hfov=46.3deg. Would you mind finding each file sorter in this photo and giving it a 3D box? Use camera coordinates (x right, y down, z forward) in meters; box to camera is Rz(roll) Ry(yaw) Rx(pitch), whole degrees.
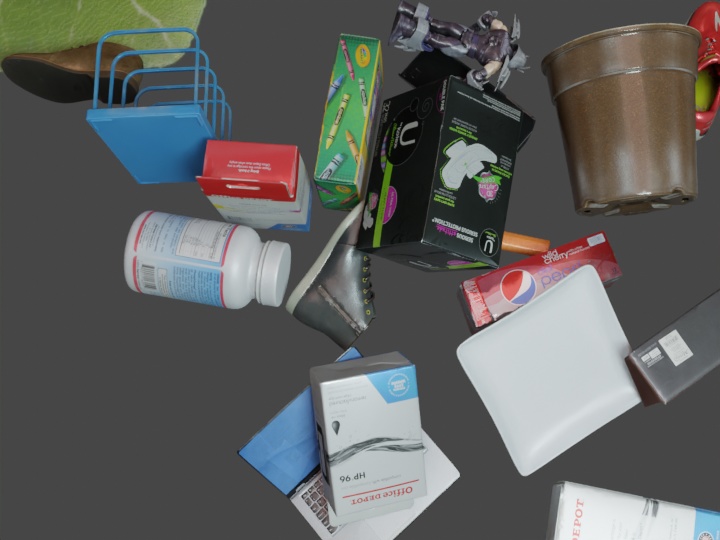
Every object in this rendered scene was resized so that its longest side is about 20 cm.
[{"bbox_3d":[-0.250,-0.209,1.098,0.137,0.200,0.124,-1,73,3],"label":"file sorter"}]

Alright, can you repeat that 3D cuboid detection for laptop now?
[{"bbox_3d":[-0.009,0.235,1.021,0.187,0.116,0.200,-41,78,-5],"label":"laptop"}]

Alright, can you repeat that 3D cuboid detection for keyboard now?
[{"bbox_3d":[0.134,-0.218,1.165,0.200,0.021,0.127,40,77,12],"label":"keyboard"}]

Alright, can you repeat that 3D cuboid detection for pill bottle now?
[{"bbox_3d":[-0.195,-0.010,1.093,0.197,0.109,0.110,10,78,6],"label":"pill bottle"}]

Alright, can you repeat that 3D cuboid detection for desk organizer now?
[{"bbox_3d":[0.419,0.084,1.040,0.199,0.077,0.072,-33,77,-8],"label":"desk organizer"}]

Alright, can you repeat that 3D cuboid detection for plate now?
[{"bbox_3d":[0.236,0.121,1.039,0.198,0.032,0.201,-31,107,-4],"label":"plate"}]

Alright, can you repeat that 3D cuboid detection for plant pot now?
[{"bbox_3d":[0.337,-0.178,1.064,0.197,0.200,0.201,-5,85,3],"label":"plant pot"}]

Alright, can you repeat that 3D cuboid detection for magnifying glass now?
[{"bbox_3d":[0.153,-0.048,1.126,0.197,0.022,0.081,12,79,8],"label":"magnifying glass"}]

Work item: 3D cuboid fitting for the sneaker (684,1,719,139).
[{"bbox_3d":[0.466,-0.272,1.121,0.076,0.085,0.203,12,78,6],"label":"sneaker"}]

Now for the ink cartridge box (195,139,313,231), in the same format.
[{"bbox_3d":[-0.129,-0.110,1.064,0.114,0.200,0.068,4,77,4],"label":"ink cartridge box"}]

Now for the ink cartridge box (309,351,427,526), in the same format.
[{"bbox_3d":[0.012,0.208,0.982,0.114,0.068,0.203,-9,101,-14],"label":"ink cartridge box"}]

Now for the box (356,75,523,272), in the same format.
[{"bbox_3d":[0.096,-0.110,1.037,0.123,0.148,0.203,17,78,-31],"label":"box"}]

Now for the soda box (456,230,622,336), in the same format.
[{"bbox_3d":[0.226,0.018,1.078,0.198,0.070,0.064,-19,76,-1],"label":"soda box"}]

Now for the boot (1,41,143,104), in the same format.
[{"bbox_3d":[-0.407,-0.288,1.201,0.197,0.074,0.076,7,59,1],"label":"boot"}]

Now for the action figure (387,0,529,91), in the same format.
[{"bbox_3d":[0.140,-0.312,1.154,0.198,0.070,0.131,18,58,-2],"label":"action figure"}]

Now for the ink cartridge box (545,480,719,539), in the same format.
[{"bbox_3d":[0.320,0.341,0.991,0.197,0.086,0.148,10,78,7],"label":"ink cartridge box"}]

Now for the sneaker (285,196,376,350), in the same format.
[{"bbox_3d":[0.000,0.000,1.103,0.106,0.075,0.201,35,90,6],"label":"sneaker"}]

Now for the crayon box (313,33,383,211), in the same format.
[{"bbox_3d":[-0.013,-0.192,1.118,0.057,0.119,0.203,8,77,5],"label":"crayon box"}]
